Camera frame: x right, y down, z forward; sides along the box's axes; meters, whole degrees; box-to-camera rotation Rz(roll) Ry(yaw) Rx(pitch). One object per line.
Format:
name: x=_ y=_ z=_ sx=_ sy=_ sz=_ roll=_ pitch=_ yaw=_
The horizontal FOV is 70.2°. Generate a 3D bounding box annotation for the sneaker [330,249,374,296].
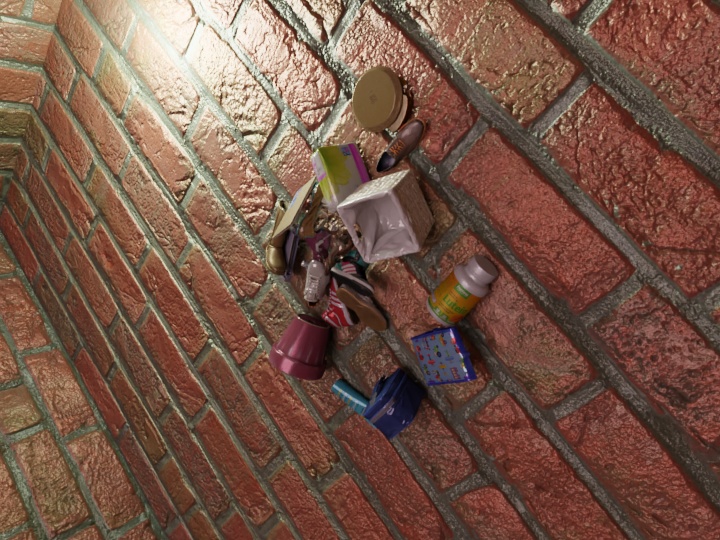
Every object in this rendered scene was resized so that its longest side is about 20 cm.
sneaker: x=0.000 y=0.000 z=1.605 sx=0.200 sy=0.121 sz=0.084 roll=29 pitch=159 yaw=42

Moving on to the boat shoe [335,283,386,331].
boat shoe: x=0.015 y=0.110 z=1.650 sx=0.200 sy=0.069 sz=0.071 roll=44 pitch=128 yaw=-3

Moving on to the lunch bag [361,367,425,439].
lunch bag: x=0.100 y=0.393 z=1.567 sx=0.132 sy=0.200 sz=0.136 roll=42 pitch=119 yaw=1

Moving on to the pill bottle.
pill bottle: x=0.283 y=0.053 z=1.421 sx=0.111 sy=0.111 sz=0.200 roll=49 pitch=122 yaw=18

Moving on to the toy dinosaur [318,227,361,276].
toy dinosaur: x=-0.060 y=-0.074 z=1.595 sx=0.086 sy=0.200 sz=0.136 roll=37 pitch=130 yaw=22

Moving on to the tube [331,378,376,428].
tube: x=-0.010 y=0.449 z=1.746 sx=0.200 sy=0.050 sz=0.078 roll=35 pitch=124 yaw=19

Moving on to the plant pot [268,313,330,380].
plant pot: x=-0.192 y=0.253 z=1.759 sx=0.200 sy=0.200 sz=0.179 roll=25 pitch=96 yaw=29

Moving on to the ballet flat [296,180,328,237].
ballet flat: x=-0.129 y=-0.184 z=1.569 sx=0.072 sy=0.068 sz=0.200 roll=17 pitch=67 yaw=7

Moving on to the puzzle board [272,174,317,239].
puzzle board: x=-0.203 y=-0.196 z=1.609 sx=0.017 sy=0.200 sz=0.151 roll=34 pitch=151 yaw=-19

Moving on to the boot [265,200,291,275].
boot: x=-0.271 y=-0.109 z=1.727 sx=0.175 sy=0.066 sz=0.200 roll=60 pitch=136 yaw=46

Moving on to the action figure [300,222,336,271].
action figure: x=-0.129 y=-0.052 z=1.723 sx=0.148 sy=0.134 sz=0.201 roll=-17 pitch=100 yaw=-2

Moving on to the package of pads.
package of pads: x=-0.054 y=-0.285 z=1.567 sx=0.068 sy=0.154 sz=0.201 roll=-28 pitch=82 yaw=57

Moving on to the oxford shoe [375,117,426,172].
oxford shoe: x=0.115 y=-0.354 z=1.479 sx=0.071 sy=0.073 sz=0.200 roll=39 pitch=126 yaw=-4

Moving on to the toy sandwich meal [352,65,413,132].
toy sandwich meal: x=0.064 y=-0.499 z=1.507 sx=0.205 sy=0.070 sz=0.206 roll=8 pitch=102 yaw=39

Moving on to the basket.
basket: x=0.077 y=-0.155 z=1.466 sx=0.200 sy=0.161 sz=0.199 roll=-12 pitch=117 yaw=36

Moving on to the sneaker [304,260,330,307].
sneaker: x=-0.144 y=0.052 z=1.658 sx=0.073 sy=0.085 sz=0.200 roll=16 pitch=144 yaw=9

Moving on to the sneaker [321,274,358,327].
sneaker: x=-0.087 y=0.096 z=1.716 sx=0.112 sy=0.071 sz=0.201 roll=-17 pitch=90 yaw=33

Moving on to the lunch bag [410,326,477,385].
lunch bag: x=0.243 y=0.239 z=1.442 sx=0.151 sy=0.094 sz=0.200 roll=70 pitch=158 yaw=4

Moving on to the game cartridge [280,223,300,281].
game cartridge: x=-0.258 y=-0.077 z=1.799 sx=0.130 sy=0.038 sz=0.201 roll=47 pitch=127 yaw=56

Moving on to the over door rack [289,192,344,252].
over door rack: x=-0.119 y=-0.175 z=1.630 sx=0.148 sy=0.067 sz=0.200 roll=37 pitch=74 yaw=25
